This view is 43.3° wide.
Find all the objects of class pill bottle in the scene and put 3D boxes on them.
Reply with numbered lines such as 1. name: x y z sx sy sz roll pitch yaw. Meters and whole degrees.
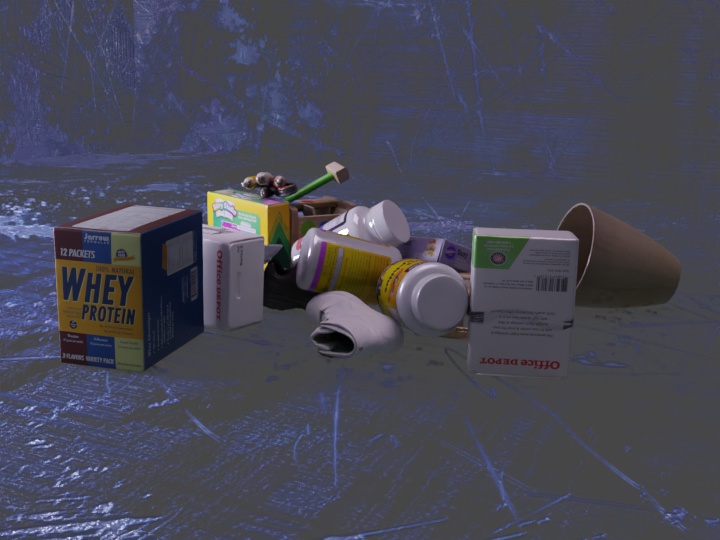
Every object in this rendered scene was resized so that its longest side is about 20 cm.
1. pill bottle: 0.095 0.040 1.365 0.109 0.110 0.200 -1 3 -12
2. pill bottle: 0.000 0.000 1.498 0.199 0.105 0.104 13 11 -12
3. pill bottle: -0.015 -0.045 1.606 0.200 0.112 0.111 -27 -2 29

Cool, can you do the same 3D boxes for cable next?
1. cable: -0.160 -0.172 1.723 0.097 0.051 0.200 -2 14 5

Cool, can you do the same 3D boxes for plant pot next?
1. plant pot: 0.467 -0.007 1.641 0.199 0.188 0.187 14 11 -10

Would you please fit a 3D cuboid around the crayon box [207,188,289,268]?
1. crayon box: -0.213 -0.056 1.720 0.058 0.173 0.200 -10 18 -41

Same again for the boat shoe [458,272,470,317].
1. boat shoe: 0.188 0.045 1.551 0.074 0.069 0.200 25 -22 -29

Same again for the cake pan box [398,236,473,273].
1. cake pan box: 0.154 -0.016 1.653 0.184 0.053 0.200 20 -6 -31

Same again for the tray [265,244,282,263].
1. tray: -0.233 0.004 1.600 0.200 0.022 0.107 -30 -16 38

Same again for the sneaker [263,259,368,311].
1. sneaker: -0.081 0.028 1.562 0.199 0.091 0.076 7 14 11

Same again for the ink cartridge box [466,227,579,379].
1. ink cartridge box: 0.228 0.045 1.293 0.145 0.201 0.084 3 11 5

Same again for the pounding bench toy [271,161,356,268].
1. pounding bench toy: -0.104 -0.108 1.758 0.155 0.201 0.124 -5 14 -28

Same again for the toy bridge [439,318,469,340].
1. toy bridge: 0.141 0.088 1.471 0.067 0.027 0.200 -14 20 -42

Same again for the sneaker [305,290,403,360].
1. sneaker: -0.043 0.081 1.381 0.115 0.074 0.200 -7 17 -43

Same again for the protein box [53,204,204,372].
1. protein box: -0.332 0.019 1.333 0.134 0.200 0.200 5 14 14

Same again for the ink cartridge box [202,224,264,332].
1. ink cartridge box: -0.255 0.005 1.485 0.199 0.146 0.084 12 16 37
